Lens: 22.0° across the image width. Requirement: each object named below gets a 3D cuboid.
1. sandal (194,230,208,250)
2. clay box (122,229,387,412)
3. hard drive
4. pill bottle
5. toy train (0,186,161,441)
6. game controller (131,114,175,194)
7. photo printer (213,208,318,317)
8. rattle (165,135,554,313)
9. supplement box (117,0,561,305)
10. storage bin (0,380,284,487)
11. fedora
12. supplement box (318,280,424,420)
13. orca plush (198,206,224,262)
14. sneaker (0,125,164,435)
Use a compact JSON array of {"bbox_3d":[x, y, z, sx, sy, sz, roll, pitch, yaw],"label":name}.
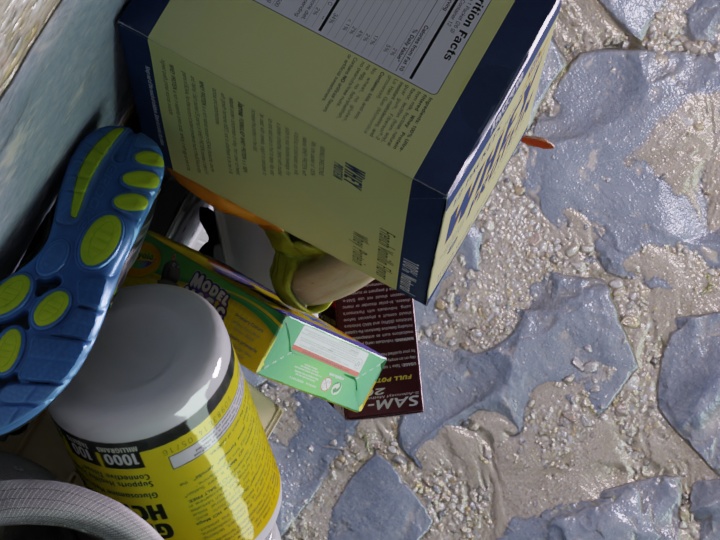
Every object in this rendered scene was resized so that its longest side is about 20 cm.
[{"bbox_3d":[-0.114,-0.083,1.606,0.050,0.082,0.203,51,-58,44],"label":"sandal"},{"bbox_3d":[-0.089,0.026,1.266,0.115,0.200,0.048,26,93,-50],"label":"clay box"},{"bbox_3d":[-0.154,-0.035,1.469,0.140,0.038,0.200,-61,178,15],"label":"hard drive"},{"bbox_3d":[-0.111,0.113,1.115,0.113,0.112,0.200,-60,147,-37],"label":"pill bottle"},{"bbox_3d":[-0.182,0.015,1.109,0.200,0.046,0.034,-62,180,-8],"label":"toy train"},{"bbox_3d":[-0.117,-0.114,1.250,0.200,0.042,0.105,-60,165,-61],"label":"game controller"},{"bbox_3d":[-0.069,-0.040,1.427,0.167,0.069,0.201,-86,168,-63],"label":"photo printer"},{"bbox_3d":[0.002,-0.077,1.186,0.200,0.143,0.130,-34,-174,19],"label":"rattle"},{"bbox_3d":[-0.012,-0.108,1.060,0.134,0.199,0.200,-60,172,-16],"label":"supplement box"},{"bbox_3d":[-0.169,0.126,1.245,0.199,0.094,0.200,-59,152,-9],"label":"storage bin"},{"bbox_3d":[-0.208,0.170,1.065,0.177,0.200,0.090,-50,-138,17],"label":"fedora"},{"bbox_3d":[0.000,0.000,1.331,0.109,0.061,0.201,-158,-118,-80],"label":"supplement box"},{"bbox_3d":[-0.142,0.047,1.411,0.105,0.071,0.201,146,-45,-72],"label":"orca plush"},{"bbox_3d":[-0.166,0.013,1.040,0.083,0.071,0.200,104,11,-64],"label":"sneaker"}]
